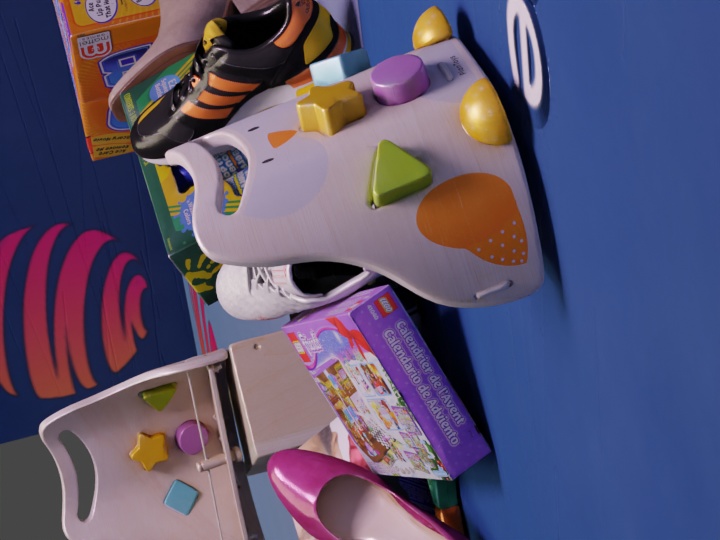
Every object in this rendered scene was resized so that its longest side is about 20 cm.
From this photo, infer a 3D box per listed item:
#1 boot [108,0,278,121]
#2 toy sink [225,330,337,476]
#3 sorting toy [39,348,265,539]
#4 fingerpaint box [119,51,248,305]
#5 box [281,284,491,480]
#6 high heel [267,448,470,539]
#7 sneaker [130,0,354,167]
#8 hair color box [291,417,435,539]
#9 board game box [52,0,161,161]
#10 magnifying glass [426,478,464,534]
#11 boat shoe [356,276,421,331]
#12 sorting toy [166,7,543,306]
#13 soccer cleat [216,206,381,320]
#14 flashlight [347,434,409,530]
[{"bbox_3d":[-0.146,-0.223,1.682,0.147,0.199,0.071,59,172,36],"label":"boot"},{"bbox_3d":[-0.055,0.113,1.815,0.200,0.129,0.113,117,139,-78],"label":"toy sink"},{"bbox_3d":[-0.195,0.172,1.788,0.107,0.178,0.202,-128,27,-69],"label":"sorting toy"},{"bbox_3d":[-0.089,-0.098,1.565,0.074,0.166,0.201,55,-170,-47],"label":"fingerpaint box"},{"bbox_3d":[0.015,0.084,1.427,0.138,0.039,0.200,58,164,-5],"label":"box"},{"bbox_3d":[0.012,0.188,1.458,0.199,0.067,0.096,38,167,13],"label":"high heel"},{"bbox_3d":[-0.107,-0.155,1.497,0.090,0.199,0.070,46,-151,-42],"label":"sneaker"},{"bbox_3d":[0.010,0.220,1.610,0.065,0.109,0.201,25,-145,-44],"label":"hair color box"},{"bbox_3d":[-0.188,-0.259,1.849,0.200,0.198,0.202,92,162,-60],"label":"board game box"},{"bbox_3d":[0.061,0.161,1.515,0.080,0.022,0.202,-156,52,-78],"label":"magnifying glass"},{"bbox_3d":[0.000,0.000,1.547,0.200,0.071,0.072,-152,55,-64],"label":"boat shoe"},{"bbox_3d":[-0.015,-0.060,1.107,0.200,0.178,0.108,-118,16,-55],"label":"sorting toy"},{"bbox_3d":[-0.044,-0.002,1.430,0.199,0.085,0.069,-18,100,39],"label":"soccer cleat"},{"bbox_3d":[-0.002,0.129,1.569,0.068,0.067,0.202,36,-135,-49],"label":"flashlight"}]
